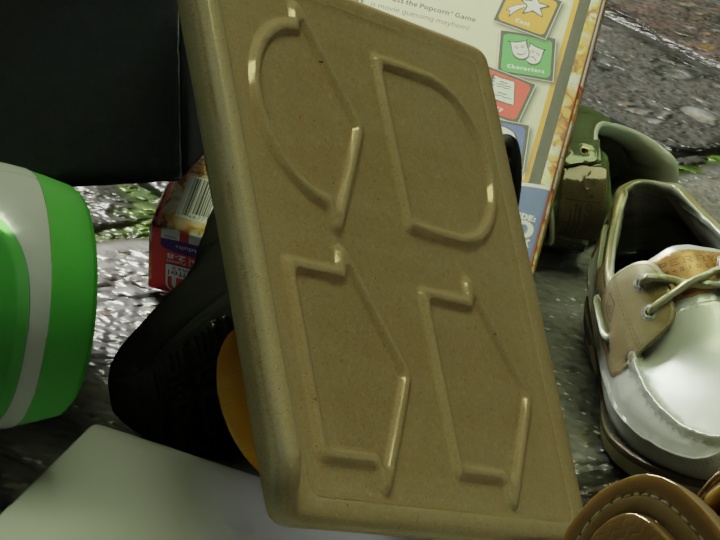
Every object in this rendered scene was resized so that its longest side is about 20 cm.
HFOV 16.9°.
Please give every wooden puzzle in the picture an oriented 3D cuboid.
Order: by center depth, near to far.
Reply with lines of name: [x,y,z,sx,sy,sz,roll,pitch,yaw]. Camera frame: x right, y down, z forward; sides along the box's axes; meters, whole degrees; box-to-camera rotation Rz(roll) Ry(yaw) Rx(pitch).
wooden puzzle: [0.000,0.000,0.787,0.046,0.186,0.200,-20,-19,27]

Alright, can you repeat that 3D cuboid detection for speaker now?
speaker: [-0.184,0.004,0.722,0.200,0.089,0.088,4,23,-23]

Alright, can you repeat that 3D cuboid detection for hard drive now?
hard drive: [-0.013,0.108,0.730,0.200,0.026,0.132,17,22,10]

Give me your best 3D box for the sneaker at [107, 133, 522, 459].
sneaker: [-0.027,-0.001,0.892,0.091,0.076,0.200,27,41,30]

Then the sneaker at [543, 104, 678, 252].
sneaker: [0.071,-0.043,1.091,0.090,0.067,0.200,20,19,32]

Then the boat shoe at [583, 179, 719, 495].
boat shoe: [0.123,0.024,0.939,0.075,0.069,0.200,-6,22,-8]

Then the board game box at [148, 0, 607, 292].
board game box: [0.013,-0.064,1.008,0.151,0.046,0.200,15,55,5]

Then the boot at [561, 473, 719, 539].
boot: [0.133,0.145,0.596,0.155,0.074,0.200,13,44,-45]

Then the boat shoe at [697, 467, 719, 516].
boat shoe: [0.143,0.088,0.772,0.072,0.068,0.200,-14,12,29]

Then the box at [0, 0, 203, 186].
box: [-0.153,-0.092,0.860,0.198,0.124,0.200,-2,6,0]
